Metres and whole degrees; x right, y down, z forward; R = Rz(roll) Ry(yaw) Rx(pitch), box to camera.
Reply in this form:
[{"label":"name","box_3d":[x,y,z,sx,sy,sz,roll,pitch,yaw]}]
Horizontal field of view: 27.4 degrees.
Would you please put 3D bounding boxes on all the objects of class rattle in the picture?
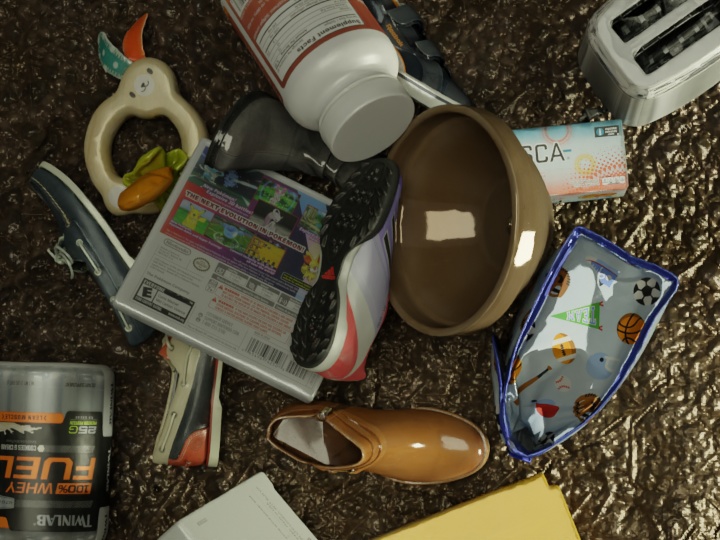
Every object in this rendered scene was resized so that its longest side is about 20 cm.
[{"label":"rattle","box_3d":[-0.224,-0.154,1.404,0.130,0.143,0.201,-4,90,25]}]

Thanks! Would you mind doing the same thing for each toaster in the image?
[{"label":"toaster","box_3d":[0.278,-0.215,1.351,0.199,0.129,0.114,-33,81,3]}]

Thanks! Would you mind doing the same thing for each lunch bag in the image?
[{"label":"lunch bag","box_3d":[0.179,0.073,1.313,0.123,0.170,0.201,27,89,6]}]

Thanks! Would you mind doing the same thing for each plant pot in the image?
[{"label":"plant pot","box_3d":[0.104,-0.041,1.293,0.092,0.200,0.202,4,83,-35]}]

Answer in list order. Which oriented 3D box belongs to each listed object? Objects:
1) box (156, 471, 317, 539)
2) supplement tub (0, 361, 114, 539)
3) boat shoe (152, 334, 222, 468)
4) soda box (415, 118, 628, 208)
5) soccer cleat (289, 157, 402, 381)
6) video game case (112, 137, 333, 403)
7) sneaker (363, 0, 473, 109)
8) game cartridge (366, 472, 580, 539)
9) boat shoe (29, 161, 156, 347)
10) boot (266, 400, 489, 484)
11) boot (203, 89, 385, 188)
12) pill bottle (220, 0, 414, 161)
[{"label":"box","box_3d":[-0.100,0.309,1.298,0.131,0.200,0.199,-44,82,16]},{"label":"supplement tub","box_3d":[-0.294,0.187,1.383,0.122,0.123,0.201,0,85,7]},{"label":"boat shoe","box_3d":[-0.161,0.087,1.399,0.062,0.071,0.201,3,92,-8]},{"label":"soda box","box_3d":[0.148,-0.096,1.388,0.199,0.064,0.069,-5,85,5]},{"label":"soccer cleat","box_3d":[0.000,0.000,1.310,0.068,0.073,0.201,8,76,45]},{"label":"video game case","box_3d":[-0.096,-0.002,1.347,0.199,0.023,0.183,26,70,0]},{"label":"sneaker","box_3d":[0.036,-0.215,1.405,0.200,0.078,0.080,34,95,10]},{"label":"game cartridge","box_3d":[0.118,0.302,1.372,0.199,0.032,0.177,-21,82,2]},{"label":"boat shoe","box_3d":[-0.260,-0.016,1.426,0.062,0.075,0.200,-39,90,-10]},{"label":"boot","box_3d":[0.015,0.159,1.332,0.199,0.155,0.074,3,86,8]},{"label":"boot","box_3d":[-0.047,-0.105,1.348,0.131,0.200,0.070,35,117,12]},{"label":"pill bottle","box_3d":[-0.036,-0.199,1.323,0.112,0.112,0.200,-33,65,3]}]
